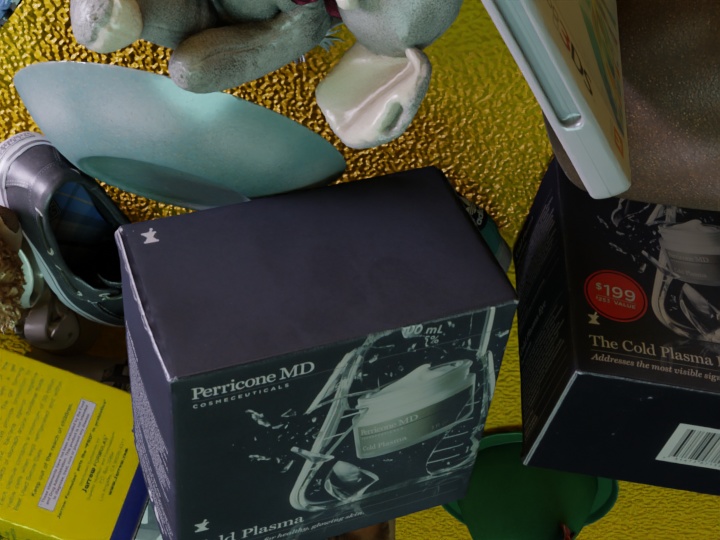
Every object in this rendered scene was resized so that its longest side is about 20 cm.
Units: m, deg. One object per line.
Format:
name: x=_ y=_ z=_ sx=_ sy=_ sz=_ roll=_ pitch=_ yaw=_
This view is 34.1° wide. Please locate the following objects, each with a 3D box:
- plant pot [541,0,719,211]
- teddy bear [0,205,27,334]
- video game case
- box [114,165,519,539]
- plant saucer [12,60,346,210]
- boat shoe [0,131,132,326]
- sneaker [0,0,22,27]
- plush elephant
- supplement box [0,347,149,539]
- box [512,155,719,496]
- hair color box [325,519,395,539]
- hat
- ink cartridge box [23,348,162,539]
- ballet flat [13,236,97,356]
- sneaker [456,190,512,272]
plant pot: x=0.203 y=-0.106 z=0.620 sx=0.199 sy=0.187 sz=0.187 roll=-10 pitch=138 yaw=34
teddy bear: x=-0.267 y=-0.019 z=0.757 sx=0.145 sy=0.067 sz=0.200 roll=64 pitch=152 yaw=-2
video game case: x=0.078 y=-0.162 z=0.530 sx=0.022 sy=0.201 sz=0.182 roll=-17 pitch=134 yaw=25
box: x=-0.032 y=0.062 z=0.704 sx=0.199 sy=0.124 sz=0.197 roll=-13 pitch=137 yaw=-18
plant saucer: x=-0.109 y=-0.067 z=0.693 sx=0.200 sy=0.039 sz=0.201 roll=12 pitch=171 yaw=2
boat shoe: x=-0.174 y=-0.013 z=0.781 sx=0.066 sy=0.070 sz=0.200 roll=34 pitch=158 yaw=31
sneaker: x=-0.189 y=-0.205 z=0.610 sx=0.078 sy=0.075 sz=0.200 roll=28 pitch=125 yaw=-12
plush elephant: x=-0.018 y=-0.153 z=0.574 sx=0.154 sy=0.165 sz=0.200 roll=10 pitch=170 yaw=35
supplement box: x=-0.240 y=0.126 z=0.809 sx=0.199 sy=0.110 sz=0.109 roll=20 pitch=155 yaw=-5
box: x=0.208 y=0.037 z=0.754 sx=0.199 sy=0.183 sz=0.104 roll=9 pitch=137 yaw=-7
hair color box: x=-0.027 y=0.130 z=0.858 sx=0.100 sy=0.200 sz=0.061 roll=27 pitch=133 yaw=-24
hat: x=0.139 y=0.249 z=0.992 sx=0.165 sy=0.176 sz=0.200 roll=-15 pitch=134 yaw=20
ink cartridge box: x=-0.180 y=0.151 z=0.936 sx=0.199 sy=0.083 sz=0.146 roll=7 pitch=104 yaw=-4
ballet flat: x=-0.237 y=0.014 z=0.847 sx=0.068 sy=0.063 sz=0.200 roll=1 pitch=138 yaw=4
sneaker: x=0.000 y=0.000 z=0.816 sx=0.199 sy=0.072 sz=0.080 roll=-24 pitch=131 yaw=17
